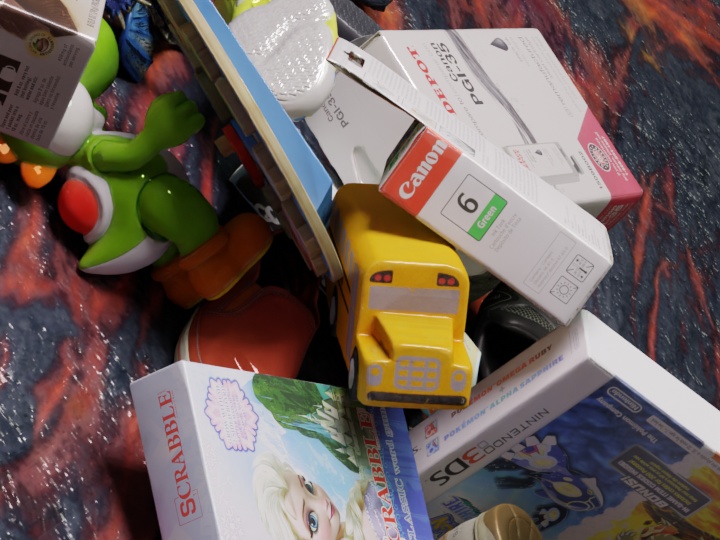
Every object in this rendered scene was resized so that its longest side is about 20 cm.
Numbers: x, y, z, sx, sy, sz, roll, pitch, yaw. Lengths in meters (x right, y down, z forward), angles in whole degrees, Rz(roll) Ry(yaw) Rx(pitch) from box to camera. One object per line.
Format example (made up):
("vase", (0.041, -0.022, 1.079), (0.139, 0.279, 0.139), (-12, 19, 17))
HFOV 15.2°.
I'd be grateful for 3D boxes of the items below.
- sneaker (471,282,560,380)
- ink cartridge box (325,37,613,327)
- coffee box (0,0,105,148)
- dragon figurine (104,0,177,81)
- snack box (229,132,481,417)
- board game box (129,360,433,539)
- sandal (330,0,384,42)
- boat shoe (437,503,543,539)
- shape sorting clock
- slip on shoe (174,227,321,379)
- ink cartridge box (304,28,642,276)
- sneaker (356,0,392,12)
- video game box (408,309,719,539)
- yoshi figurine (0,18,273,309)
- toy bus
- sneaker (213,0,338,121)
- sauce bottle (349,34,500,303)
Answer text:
("sneaker", (0.146, 0.097, 1.812), (0.200, 0.076, 0.114), (49, 28, 0))
("ink cartridge box", (0.052, -0.053, 1.559), (0.199, 0.050, 0.109), (35, 11, -4))
("coffee box", (-0.237, -0.158, 1.417), (0.199, 0.080, 0.113), (20, 37, -13))
("dragon figurine", (-0.127, -0.158, 1.679), (0.200, 0.059, 0.100), (67, 4, -54))
("snack box", (0.000, 0.000, 1.702), (0.200, 0.037, 0.116), (50, 11, -5))
("board game box", (-0.027, 0.157, 1.446), (0.199, 0.041, 0.201), (12, 59, -53))
("sandal", (0.037, -0.121, 1.949), (0.200, 0.043, 0.076), (43, 19, 2))
("boat shoe", (0.093, 0.239, 1.555), (0.074, 0.066, 0.201), (6, 65, -57))
("shape sorting clock", (-0.065, -0.080, 1.533), (0.201, 0.039, 0.200), (56, -4, 6))
("slip on shoe", (-0.060, 0.038, 1.561), (0.074, 0.061, 0.200), (45, 28, -18))
("ink cartridge box", (0.075, -0.078, 1.764), (0.200, 0.083, 0.147), (-8, 63, -56))
("sneaker", (-0.004, -0.283, 2.020), (0.077, 0.086, 0.201), (24, 38, -43))
("video game box", (0.132, 0.131, 1.622), (0.200, 0.182, 0.047), (35, 35, -30))
("yoshi figurine", (-0.136, -0.078, 1.537), (0.200, 0.112, 0.112), (43, 20, -14))
("toy bus", (0.022, 0.015, 1.543), (0.065, 0.079, 0.200), (5, 17, -8))
("sneaker", (-0.049, -0.143, 1.731), (0.201, 0.075, 0.105), (-107, 178, -45))
("sauce bottle", (0.037, -0.072, 1.850), (0.065, 0.065, 0.201), (12, 48, -53))
